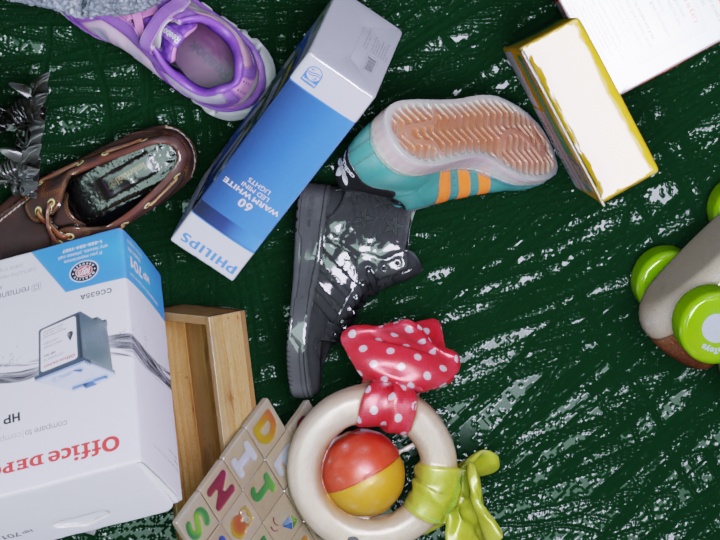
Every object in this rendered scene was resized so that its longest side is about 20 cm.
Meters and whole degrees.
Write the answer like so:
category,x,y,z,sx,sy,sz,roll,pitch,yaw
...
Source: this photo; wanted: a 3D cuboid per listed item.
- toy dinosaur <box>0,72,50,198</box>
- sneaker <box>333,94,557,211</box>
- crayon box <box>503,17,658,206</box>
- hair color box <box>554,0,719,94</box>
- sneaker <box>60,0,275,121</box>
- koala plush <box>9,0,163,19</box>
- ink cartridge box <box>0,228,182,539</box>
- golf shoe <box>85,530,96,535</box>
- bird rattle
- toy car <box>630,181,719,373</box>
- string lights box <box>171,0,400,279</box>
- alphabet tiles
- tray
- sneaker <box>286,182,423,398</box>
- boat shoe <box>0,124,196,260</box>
category,x,y,z,sx,sy,sz,roll,pitch,yaw
toy dinosaur,-0.304,-0.109,1.669,0.135,0.200,0.102,5,67,-8
sneaker,0.062,-0.085,1.670,0.080,0.200,0.072,-31,67,39
crayon box,0.160,-0.119,1.631,0.051,0.200,0.126,-28,96,3
hair color box,0.250,-0.224,1.688,0.200,0.064,0.111,-28,94,5
sneaker,-0.153,-0.187,1.683,0.200,0.088,0.081,34,97,-2
koala plush,-0.198,-0.285,1.582,0.183,0.200,0.178,22,74,15
ink cartridge box,-0.221,0.087,1.658,0.146,0.086,0.201,-15,57,10
golf shoe,-0.244,0.173,1.732,0.199,0.078,0.097,-23,102,4
bird rattle,0.022,0.137,1.679,0.163,0.113,0.200,-29,110,-2
toy car,0.322,0.047,1.675,0.158,0.164,0.200,-43,104,5
string lights box,-0.054,-0.098,1.636,0.059,0.103,0.200,34,124,-9
alphabet tiles,-0.068,0.201,1.679,0.006,0.200,0.167,-2,129,39
tray,-0.114,0.129,1.712,0.037,0.099,0.201,-12,98,-32
sneaker,0.000,0.000,1.713,0.104,0.060,0.201,4,86,2
boat shoe,-0.217,-0.050,1.709,0.200,0.070,0.070,-33,96,5
